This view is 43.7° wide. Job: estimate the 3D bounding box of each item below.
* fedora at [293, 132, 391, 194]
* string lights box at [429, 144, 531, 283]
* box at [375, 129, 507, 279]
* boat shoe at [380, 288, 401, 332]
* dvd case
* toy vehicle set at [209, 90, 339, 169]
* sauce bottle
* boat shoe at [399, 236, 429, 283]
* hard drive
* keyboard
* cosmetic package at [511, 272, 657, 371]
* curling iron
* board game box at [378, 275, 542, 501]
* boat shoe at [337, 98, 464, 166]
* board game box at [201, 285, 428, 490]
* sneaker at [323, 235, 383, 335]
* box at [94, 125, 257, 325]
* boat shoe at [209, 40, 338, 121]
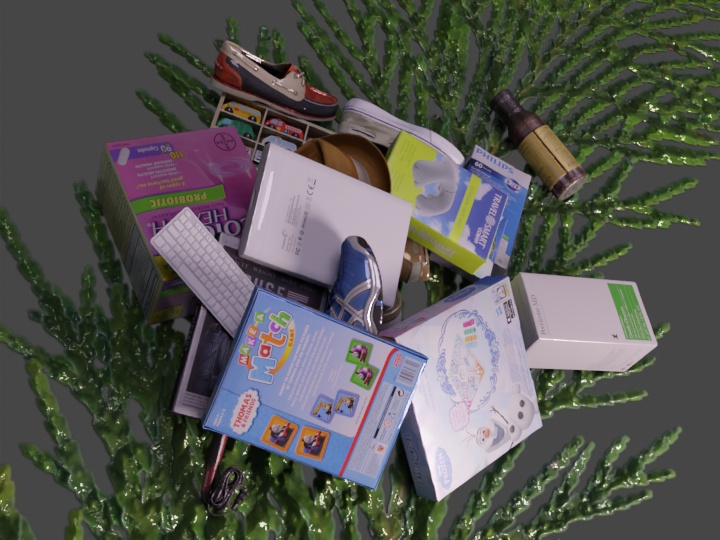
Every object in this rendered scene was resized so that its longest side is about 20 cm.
[{"bbox_3d":[-0.056,-0.095,1.124,0.082,0.198,0.203,42,28,-56],"label":"fedora"},{"bbox_3d":[0.177,-0.081,1.306,0.102,0.059,0.202,28,50,-5],"label":"string lights box"},{"bbox_3d":[0.111,-0.085,1.200,0.198,0.048,0.123,30,56,-8],"label":"box"},{"bbox_3d":[0.000,0.000,1.156,0.073,0.069,0.202,-12,52,-8],"label":"boat shoe"},{"bbox_3d":[-0.119,0.077,1.003,0.148,0.025,0.204,20,75,-27],"label":"dvd case"},{"bbox_3d":[-0.115,-0.167,1.249,0.197,0.027,0.126,19,51,-12],"label":"toy vehicle set"},{"bbox_3d":[0.283,-0.207,1.443,0.064,0.065,0.202,-20,69,-35],"label":"sauce bottle"},{"bbox_3d":[0.072,-0.071,1.240,0.075,0.072,0.203,7,63,-5],"label":"boat shoe"},{"bbox_3d":[-0.036,-0.049,1.040,0.197,0.027,0.134,20,73,-27],"label":"hard drive"},{"bbox_3d":[-0.143,0.026,0.974,0.056,0.011,0.201,-47,107,-26],"label":"keyboard"},{"bbox_3d":[0.293,0.074,1.236,0.197,0.085,0.109,4,56,-25],"label":"cosmetic package"},{"bbox_3d":[-0.134,0.157,0.955,0.049,0.026,0.204,9,81,-16],"label":"curling iron"},{"bbox_3d":[0.122,0.135,1.069,0.197,0.043,0.204,-24,105,-37],"label":"board game box"},{"bbox_3d":[0.057,-0.183,1.328,0.197,0.072,0.063,25,74,-3],"label":"boat shoe"},{"bbox_3d":[-0.047,0.124,0.937,0.197,0.037,0.154,23,91,-15],"label":"board game box"},{"bbox_3d":[-0.019,0.062,0.990,0.075,0.076,0.204,4,86,-11],"label":"sneaker"},{"bbox_3d":[-0.202,-0.060,1.085,0.174,0.097,0.202,-13,64,-32],"label":"box"},{"bbox_3d":[-0.115,-0.268,1.280,0.197,0.063,0.071,14,24,-24],"label":"boat shoe"}]
